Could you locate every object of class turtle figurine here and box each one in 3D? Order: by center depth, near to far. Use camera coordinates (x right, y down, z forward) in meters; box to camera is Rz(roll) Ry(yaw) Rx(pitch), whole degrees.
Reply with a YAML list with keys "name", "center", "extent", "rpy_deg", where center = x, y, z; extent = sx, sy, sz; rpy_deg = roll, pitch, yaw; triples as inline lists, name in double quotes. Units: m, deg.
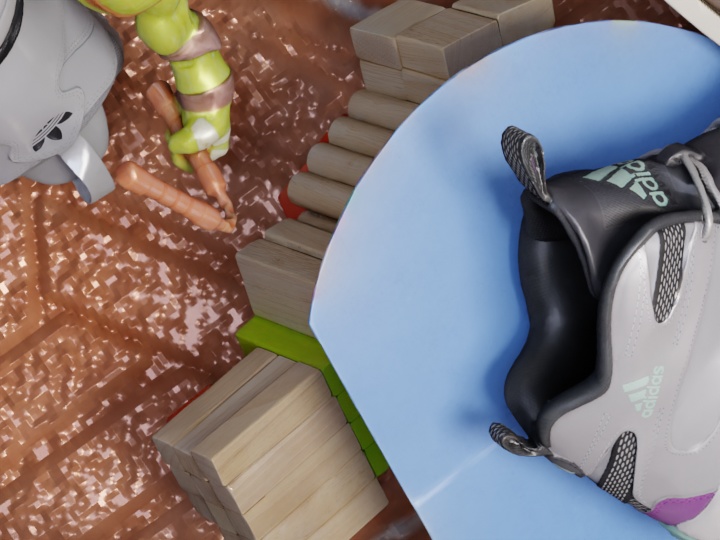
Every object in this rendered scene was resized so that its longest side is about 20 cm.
- name: "turtle figurine"
  center: [-0.074, -0.121, 0.865]
  extent: [0.064, 0.161, 0.200]
  rpy_deg: [-26, 123, 9]

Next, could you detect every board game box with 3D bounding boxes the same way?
- name: "board game box"
  center: [0.067, 0.021, 0.904]
  extent: [0.158, 0.039, 0.200]
  rpy_deg: [-37, 113, -17]

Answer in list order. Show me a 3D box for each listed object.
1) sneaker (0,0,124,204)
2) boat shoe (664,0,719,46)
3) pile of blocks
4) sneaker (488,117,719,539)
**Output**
- name: "sneaker"
  center: [-0.146, -0.095, 0.929]
  extent: [0.075, 0.115, 0.200]
  rpy_deg: [-43, 51, 1]
- name: "boat shoe"
  center: [0.090, -0.124, 0.881]
  extent: [0.200, 0.072, 0.060]
  rpy_deg: [35, 110, -20]
- name: "pile of blocks"
  center: [0.000, 0.000, 0.927]
  extent: [0.062, 0.082, 0.200]
  rpy_deg: [20, 78, 49]
- name: "sneaker"
  center: [0.102, -0.025, 0.843]
  extent: [0.140, 0.078, 0.200]
  rpy_deg: [22, 91, -27]
